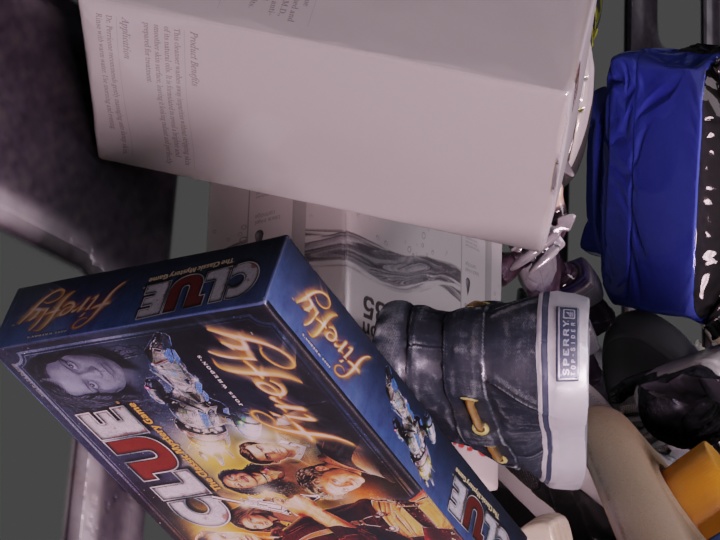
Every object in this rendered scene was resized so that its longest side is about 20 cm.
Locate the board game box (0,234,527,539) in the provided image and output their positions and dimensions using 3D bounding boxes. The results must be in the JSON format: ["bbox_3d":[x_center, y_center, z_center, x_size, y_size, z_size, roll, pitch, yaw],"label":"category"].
[{"bbox_3d":[-0.037,0.072,0.828,0.200,0.135,0.035,52,41,-36],"label":"board game box"}]

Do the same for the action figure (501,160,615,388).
[{"bbox_3d":[0.088,-0.022,1.092,0.130,0.069,0.200,-96,169,-55],"label":"action figure"}]

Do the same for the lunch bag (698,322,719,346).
[{"bbox_3d":[0.287,-0.030,1.384,0.200,0.139,0.168,50,25,-41],"label":"lunch bag"}]

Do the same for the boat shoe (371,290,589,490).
[{"bbox_3d":[0.055,0.050,0.895,0.200,0.091,0.071,71,22,-72],"label":"boat shoe"}]

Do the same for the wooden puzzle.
[{"bbox_3d":[0.193,0.155,0.948,0.200,0.046,0.185,43,13,-19],"label":"wooden puzzle"}]

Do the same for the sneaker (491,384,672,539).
[{"bbox_3d":[0.125,0.144,1.076,0.200,0.112,0.073,47,42,-10],"label":"sneaker"}]

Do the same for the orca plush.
[{"bbox_3d":[0.191,0.077,1.054,0.200,0.105,0.071,77,-6,-87],"label":"orca plush"}]

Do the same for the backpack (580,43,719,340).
[{"bbox_3d":[0.238,-0.060,1.185,0.200,0.168,0.163,-3,104,-26],"label":"backpack"}]

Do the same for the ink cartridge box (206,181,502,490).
[{"bbox_3d":[0.000,0.000,0.956,0.146,0.083,0.200,27,59,-53],"label":"ink cartridge box"}]

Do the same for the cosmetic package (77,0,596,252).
[{"bbox_3d":[-0.008,-0.086,0.835,0.113,0.200,0.081,96,7,-57],"label":"cosmetic package"}]

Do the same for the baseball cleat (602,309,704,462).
[{"bbox_3d":[0.179,0.125,1.170,0.106,0.070,0.200,-43,114,-47],"label":"baseball cleat"}]

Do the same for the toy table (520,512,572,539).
[{"bbox_3d":[0.067,0.209,0.973,0.200,0.117,0.184,-41,116,-53],"label":"toy table"}]

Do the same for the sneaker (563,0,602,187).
[{"bbox_3d":[0.114,-0.136,1.185,0.085,0.074,0.200,22,63,-54],"label":"sneaker"}]
